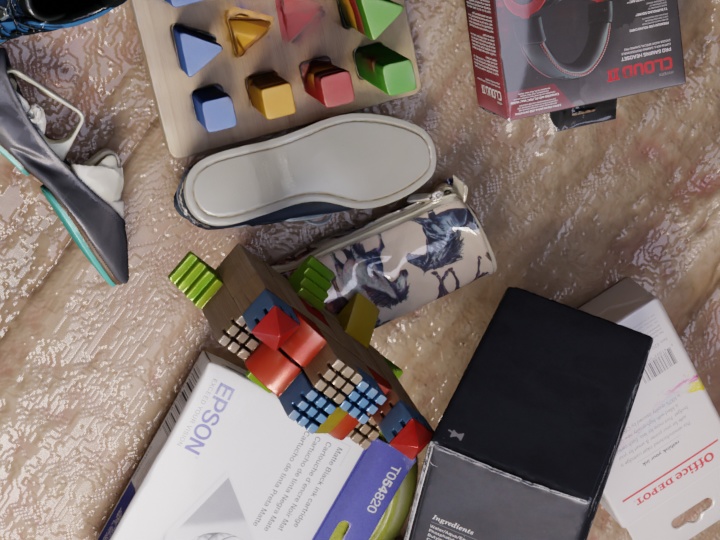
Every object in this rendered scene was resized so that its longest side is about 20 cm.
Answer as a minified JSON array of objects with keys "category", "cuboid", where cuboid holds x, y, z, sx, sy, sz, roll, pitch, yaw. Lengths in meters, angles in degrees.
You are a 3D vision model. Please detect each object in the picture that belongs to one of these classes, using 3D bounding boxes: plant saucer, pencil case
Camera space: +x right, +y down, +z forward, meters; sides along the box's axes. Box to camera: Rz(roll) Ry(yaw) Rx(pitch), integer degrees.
[{"category":"plant saucer","cuboid":[-0.047,0.172,1.413,0.199,0.031,0.201,-4,106,-13]},{"category":"pencil case","cuboid":[0.000,0.000,1.354,0.199,0.078,0.090,-24,118,-8]}]

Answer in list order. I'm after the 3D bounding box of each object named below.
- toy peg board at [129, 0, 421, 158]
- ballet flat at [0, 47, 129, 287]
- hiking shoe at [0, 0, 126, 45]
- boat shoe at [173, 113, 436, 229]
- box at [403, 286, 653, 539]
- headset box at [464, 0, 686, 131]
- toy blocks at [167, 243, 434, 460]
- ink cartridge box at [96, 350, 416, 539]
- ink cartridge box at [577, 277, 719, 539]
[{"category":"toy peg board","cuboid":[-0.059,-0.194,1.278,0.198,0.098,0.201,-16,107,-10]},{"category":"ballet flat","cuboid":[-0.215,-0.079,1.284,0.073,0.073,0.200,-40,108,-2]},{"category":"hiking shoe","cuboid":[-0.233,-0.192,1.208,0.199,0.087,0.075,-20,109,8]},{"category":"boat shoe","cuboid":[-0.042,-0.069,1.332,0.199,0.062,0.075,-17,92,-19]},{"category":"box","cuboid":[0.116,0.157,1.318,0.123,0.200,0.197,19,128,11]},{"category":"headset box","cuboid":[0.157,-0.207,1.343,0.148,0.075,0.201,-12,107,-12]},{"category":"toy blocks","cuboid":[-0.032,0.067,1.249,0.200,0.137,0.100,39,98,-30]},{"category":"ink cartridge box","cuboid":[-0.081,0.191,1.371,0.199,0.041,0.200,27,96,-19]},{"category":"ink cartridge box","cuboid":[0.224,0.123,1.452,0.117,0.067,0.201,-31,109,-5]}]
